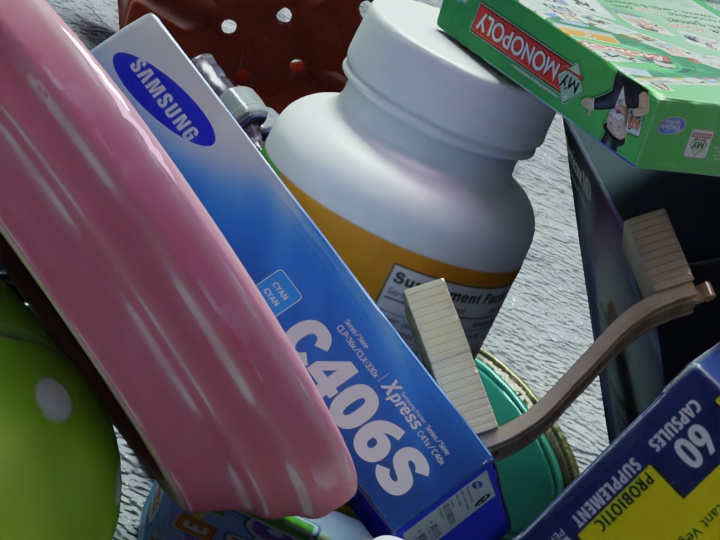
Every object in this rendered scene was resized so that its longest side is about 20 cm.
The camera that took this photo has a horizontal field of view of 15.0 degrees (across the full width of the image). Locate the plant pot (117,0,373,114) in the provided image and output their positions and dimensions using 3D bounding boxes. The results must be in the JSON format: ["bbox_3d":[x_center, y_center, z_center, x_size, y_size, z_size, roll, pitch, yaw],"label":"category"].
[{"bbox_3d":[-0.053,-0.158,1.503,0.201,0.201,0.195,22,26,-12],"label":"plant pot"}]

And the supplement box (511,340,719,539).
[{"bbox_3d":[0.157,0.133,0.956,0.200,0.109,0.110,45,14,8],"label":"supplement box"}]

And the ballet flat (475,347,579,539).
[{"bbox_3d":[0.028,0.054,1.184,0.200,0.071,0.065,40,7,28],"label":"ballet flat"}]

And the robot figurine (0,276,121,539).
[{"bbox_3d":[-0.151,0.047,0.860,0.200,0.116,0.175,43,-7,45],"label":"robot figurine"}]

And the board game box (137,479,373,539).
[{"bbox_3d":[0.016,0.140,0.958,0.200,0.037,0.151,22,18,-9],"label":"board game box"}]

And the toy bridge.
[{"bbox_3d":[0.034,0.038,0.987,0.027,0.200,0.067,83,-12,-67],"label":"toy bridge"}]

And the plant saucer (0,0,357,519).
[{"bbox_3d":[-0.077,0.000,0.847,0.201,0.051,0.201,54,-8,11],"label":"plant saucer"}]

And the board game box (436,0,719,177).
[{"bbox_3d":[0.145,-0.070,1.040,0.200,0.029,0.135,5,24,-35],"label":"board game box"}]

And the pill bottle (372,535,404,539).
[{"bbox_3d":[0.070,0.169,0.822,0.200,0.111,0.111,26,17,0],"label":"pill bottle"}]

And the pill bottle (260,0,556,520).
[{"bbox_3d":[0.000,0.000,1.066,0.111,0.200,0.111,23,17,-8],"label":"pill bottle"}]

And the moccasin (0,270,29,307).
[{"bbox_3d":[-0.182,0.003,1.023,0.200,0.068,0.080,14,20,-32],"label":"moccasin"}]

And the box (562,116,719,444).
[{"bbox_3d":[0.166,0.042,1.143,0.123,0.199,0.200,-10,21,-2],"label":"box"}]

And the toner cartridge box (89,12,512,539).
[{"bbox_3d":[-0.025,0.012,0.934,0.200,0.043,0.095,52,-8,19],"label":"toner cartridge box"}]

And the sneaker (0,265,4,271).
[{"bbox_3d":[-0.215,-0.039,1.096,0.200,0.077,0.085,24,13,-7],"label":"sneaker"}]

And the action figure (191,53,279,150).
[{"bbox_3d":[-0.015,-0.025,1.355,0.200,0.069,0.130,39,14,25],"label":"action figure"}]
